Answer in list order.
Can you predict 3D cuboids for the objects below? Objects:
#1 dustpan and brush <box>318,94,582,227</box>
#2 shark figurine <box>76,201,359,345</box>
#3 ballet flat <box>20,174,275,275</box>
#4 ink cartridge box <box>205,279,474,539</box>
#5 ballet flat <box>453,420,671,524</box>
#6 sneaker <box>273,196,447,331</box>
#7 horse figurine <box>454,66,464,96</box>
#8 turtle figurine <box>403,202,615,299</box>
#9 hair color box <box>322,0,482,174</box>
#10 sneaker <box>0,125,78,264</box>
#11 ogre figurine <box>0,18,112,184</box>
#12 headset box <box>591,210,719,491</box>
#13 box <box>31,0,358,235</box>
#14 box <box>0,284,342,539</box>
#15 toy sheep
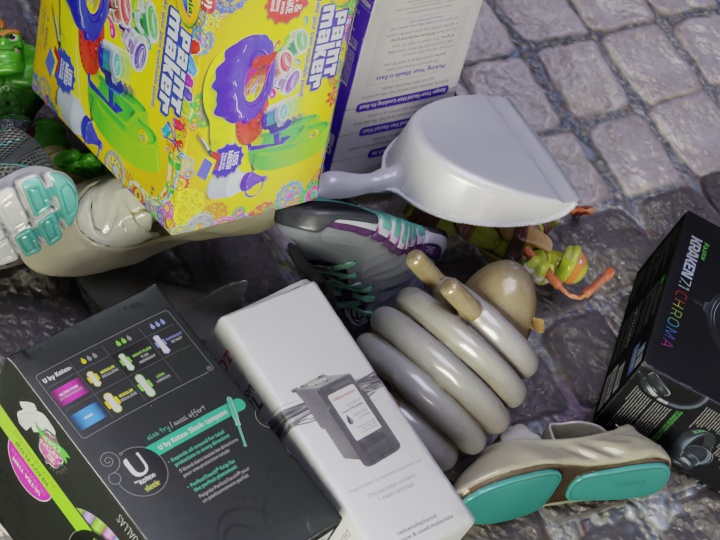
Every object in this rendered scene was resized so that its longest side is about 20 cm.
[{"bbox_3d":[0.047,-0.075,1.492,0.200,0.057,0.140,1,40,-32],"label":"dustpan and brush"},{"bbox_3d":[-0.082,0.020,1.432,0.214,0.090,0.128,-9,61,-28],"label":"shark figurine"},{"bbox_3d":[-0.139,-0.047,1.395,0.200,0.070,0.070,-16,62,-22],"label":"ballet flat"},{"bbox_3d":[-0.032,0.130,1.330,0.083,0.145,0.200,-21,66,-33],"label":"ink cartridge box"},{"bbox_3d":[0.135,0.141,1.458,0.200,0.069,0.070,-1,55,-34],"label":"ballet flat"},{"bbox_3d":[0.000,0.000,1.430,0.074,0.088,0.200,14,1,31],"label":"sneaker"},{"bbox_3d":[0.019,-0.208,1.637,0.200,0.050,0.133,49,7,13],"label":"horse figurine"},{"bbox_3d":[0.114,-0.028,1.571,0.161,0.064,0.200,24,24,-2],"label":"turtle figurine"},{"bbox_3d":[0.019,-0.156,1.532,0.109,0.200,0.065,-15,47,-33],"label":"hair color box"},{"bbox_3d":[-0.290,-0.031,1.355,0.200,0.078,0.091,-24,47,-5],"label":"sneaker"},{"bbox_3d":[-0.255,-0.109,1.445,0.200,0.098,0.120,-14,65,8],"label":"ogre figurine"},{"bbox_3d":[0.303,0.081,1.561,0.200,0.093,0.174,28,49,-4],"label":"headset box"},{"bbox_3d":[-0.111,-0.167,1.323,0.122,0.200,0.193,-16,43,-35],"label":"box"},{"bbox_3d":[-0.136,0.141,1.270,0.124,0.149,0.200,-28,70,-37],"label":"box"},{"bbox_3d":[0.050,0.073,1.418,0.138,0.138,0.200,44,89,11],"label":"toy sheep"}]
